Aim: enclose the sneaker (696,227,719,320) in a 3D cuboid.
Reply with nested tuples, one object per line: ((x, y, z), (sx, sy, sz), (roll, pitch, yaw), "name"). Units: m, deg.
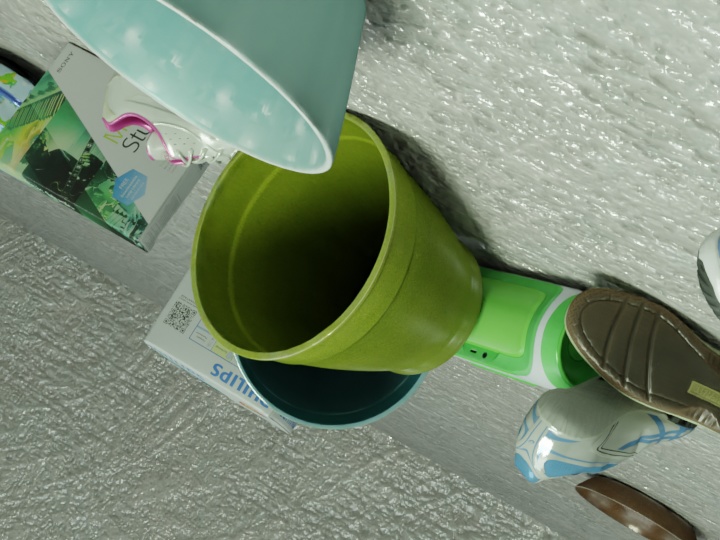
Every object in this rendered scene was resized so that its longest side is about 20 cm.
((0.279, 0.028, 0.663), (0.199, 0.076, 0.077), (30, 147, 7), "sneaker")

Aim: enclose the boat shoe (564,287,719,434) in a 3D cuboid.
((0.245, 0.078, 0.953), (0.199, 0.072, 0.076), (33, -175, 1), "boat shoe")

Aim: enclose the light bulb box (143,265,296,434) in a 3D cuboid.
((-0.128, 0.065, 1.535), (0.197, 0.201, 0.125), (28, 168, 17), "light bulb box")

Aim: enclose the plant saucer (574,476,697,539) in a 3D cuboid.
((0.407, 0.354, 1.780), (0.199, 0.035, 0.200), (30, 168, 7), "plant saucer")

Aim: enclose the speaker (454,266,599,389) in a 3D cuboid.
((0.130, 0.046, 1.058), (0.088, 0.089, 0.199), (39, 167, -33), "speaker")

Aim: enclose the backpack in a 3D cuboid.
((-0.440, -0.194, 1.469), (0.198, 0.155, 0.163), (11, 154, 26), "backpack")

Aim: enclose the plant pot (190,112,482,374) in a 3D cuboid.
((0.000, 0.000, 0.997), (0.200, 0.202, 0.192), (21, 176, 42), "plant pot")

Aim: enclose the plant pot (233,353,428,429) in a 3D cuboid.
((-0.029, 0.039, 1.230), (0.199, 0.201, 0.188), (33, -177, -7), "plant pot")

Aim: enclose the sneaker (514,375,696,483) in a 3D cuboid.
((0.194, 0.122, 0.964), (0.199, 0.073, 0.072), (-3, -135, -41), "sneaker")

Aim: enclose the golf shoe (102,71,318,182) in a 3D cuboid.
((-0.129, -0.116, 1.043), (0.199, 0.092, 0.075), (29, 168, 4), "golf shoe")

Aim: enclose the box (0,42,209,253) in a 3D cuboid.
((-0.247, -0.123, 1.188), (0.199, 0.145, 0.036), (27, 164, 21), "box")

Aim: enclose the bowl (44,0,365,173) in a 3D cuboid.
((-0.075, -0.154, 0.694), (0.200, 0.106, 0.201), (31, 168, 7), "bowl")
